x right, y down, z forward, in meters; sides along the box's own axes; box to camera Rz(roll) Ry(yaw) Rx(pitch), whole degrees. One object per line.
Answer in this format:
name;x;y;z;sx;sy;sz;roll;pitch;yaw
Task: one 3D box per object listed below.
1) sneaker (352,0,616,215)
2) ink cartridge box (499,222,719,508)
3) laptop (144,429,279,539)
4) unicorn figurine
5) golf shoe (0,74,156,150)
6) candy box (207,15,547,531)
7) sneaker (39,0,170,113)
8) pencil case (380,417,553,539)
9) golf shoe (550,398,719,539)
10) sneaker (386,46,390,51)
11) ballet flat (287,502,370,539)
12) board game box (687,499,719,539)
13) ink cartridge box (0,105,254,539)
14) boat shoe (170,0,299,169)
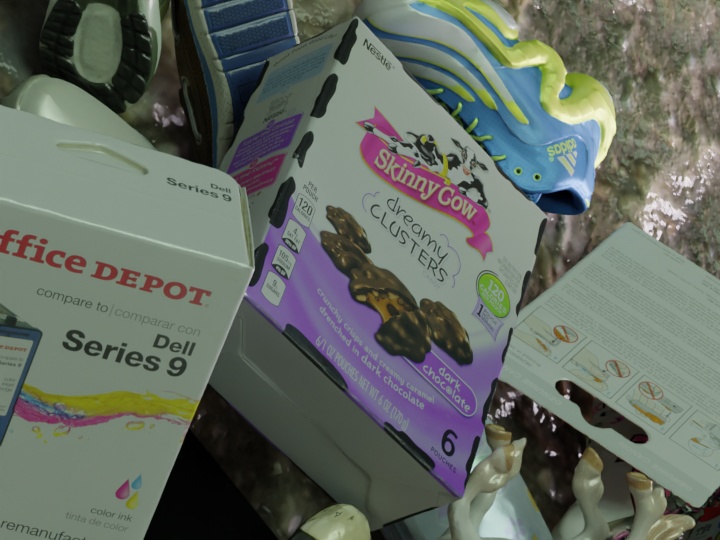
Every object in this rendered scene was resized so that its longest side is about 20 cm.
sneaker;0.078;-0.094;1.611;0.200;0.076;0.105;22;57;-32
ink cartridge box;0.171;0.065;1.574;0.162;0.050;0.200;33;41;17
laptop;-0.132;0.187;1.342;0.187;0.116;0.200;-9;47;-43
unicorn figurine;0.068;0.151;1.388;0.199;0.074;0.138;19;100;-6
golf shoe;-0.100;-0.036;1.417;0.200;0.097;0.078;46;48;-12
candy box;0.000;0.000;1.378;0.168;0.071;0.200;44;45;-26
sneaker;-0.124;-0.187;1.429;0.077;0.201;0.089;18;34;-3
pencil case;0.054;0.147;1.470;0.090;0.083;0.201;-23;86;-19
golf shoe;0.158;0.121;1.589;0.092;0.073;0.200;44;39;13
sneaker;0.026;-0.043;1.531;0.200;0.091;0.078;53;47;-7
ballet flat;-0.038;0.209;1.321;0.066;0.057;0.201;37;72;-43
board game box;0.254;0.180;1.545;0.056;0.196;0.200;48;46;-12
ink cartridge box;-0.149;0.039;1.235;0.145;0.201;0.088;16;27;-17
boat shoe;-0.061;-0.088;1.482;0.072;0.072;0.201;-13;105;-22
